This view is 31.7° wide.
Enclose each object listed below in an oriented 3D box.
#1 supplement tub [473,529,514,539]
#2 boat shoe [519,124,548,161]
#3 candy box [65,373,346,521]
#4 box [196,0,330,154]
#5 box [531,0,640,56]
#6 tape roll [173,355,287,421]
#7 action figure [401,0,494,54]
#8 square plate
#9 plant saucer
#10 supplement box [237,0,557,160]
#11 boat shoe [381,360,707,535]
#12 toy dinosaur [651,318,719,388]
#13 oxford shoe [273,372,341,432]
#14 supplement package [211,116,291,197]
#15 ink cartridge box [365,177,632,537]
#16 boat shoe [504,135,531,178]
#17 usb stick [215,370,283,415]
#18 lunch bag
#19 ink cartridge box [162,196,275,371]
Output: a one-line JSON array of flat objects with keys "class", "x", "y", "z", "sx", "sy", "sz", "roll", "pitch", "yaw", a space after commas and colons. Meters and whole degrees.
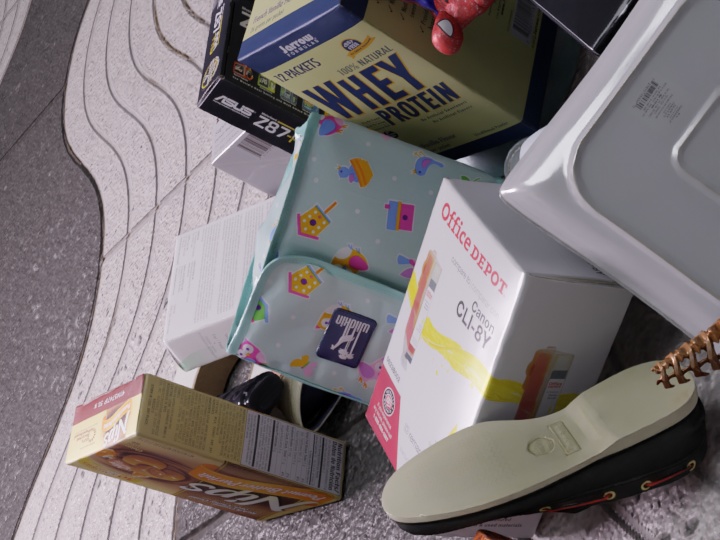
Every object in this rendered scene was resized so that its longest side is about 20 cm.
[{"class": "supplement tub", "x": 0.072, "y": 0.264, "z": 0.745, "sx": 0.122, "sy": 0.122, "sz": 0.201, "roll": 19, "pitch": 83, "yaw": 58}, {"class": "boat shoe", "x": 0.194, "y": -0.052, "z": 0.788, "sx": 0.199, "sy": 0.071, "sz": 0.091, "roll": -5, "pitch": 68, "yaw": 24}, {"class": "candy box", "x": -0.124, "y": 0.150, "z": 1.039, "sx": 0.115, "sy": 0.200, "sz": 0.056, "roll": -25, "pitch": 52, "yaw": 45}, {"class": "box", "x": -0.044, "y": -0.169, "z": 1.145, "sx": 0.049, "sy": 0.199, "sz": 0.162, "roll": -45, "pitch": 30, "yaw": 38}, {"class": "box", "x": 0.185, "y": -0.186, "z": 0.874, "sx": 0.079, "sy": 0.141, "sz": 0.200, "roll": -52, "pitch": 33, "yaw": 15}, {"class": "tape roll", "x": -0.119, "y": 0.108, "z": 1.219, "sx": 0.203, "sy": 0.037, "sz": 0.203, "roll": -35, "pitch": 41, "yaw": 37}, {"class": "action figure", "x": 0.053, "y": -0.248, "z": 0.878, "sx": 0.065, "sy": 0.099, "sz": 0.201, "roll": -19, "pitch": 59, "yaw": 55}, {"class": "square plate", "x": 0.214, "y": -0.066, "z": 0.725, "sx": 0.200, "sy": 0.198, "sz": 0.028, "roll": -54, "pitch": -8, "yaw": 5}, {"class": "plant saucer", "x": 0.102, "y": -0.165, "z": 1.091, "sx": 0.201, "sy": 0.039, "sz": 0.202, "roll": -34, "pitch": 43, "yaw": 39}, {"class": "supplement box", "x": 0.041, "y": -0.220, "z": 0.994, "sx": 0.134, "sy": 0.199, "sz": 0.201, "roll": -15, "pitch": 55, "yaw": 51}, {"class": "boat shoe", "x": 0.113, "y": 0.121, "z": 0.764, "sx": 0.201, "sy": 0.063, "sz": 0.074, "roll": -21, "pitch": 32, "yaw": 3}, {"class": "toy dinosaur", "x": 0.248, "y": 0.024, "z": 0.643, "sx": 0.199, "sy": 0.136, "sz": 0.102, "roll": -1, "pitch": 39, "yaw": 10}, {"class": "oxford shoe", "x": -0.012, "y": 0.047, "z": 1.078, "sx": 0.201, "sy": 0.071, "sz": 0.074, "roll": -68, "pitch": 27, "yaw": 13}, {"class": "supplement package", "x": -0.067, "y": -0.186, "z": 1.277, "sx": 0.121, "sy": 0.120, "sz": 0.201, "roll": -38, "pitch": 39, "yaw": 36}, {"class": "ink cartridge box", "x": 0.086, "y": 0.057, "z": 0.856, "sx": 0.145, "sy": 0.083, "sz": 0.201, "roll": -122, "pitch": 44, "yaw": -56}, {"class": "boat shoe", "x": 0.155, "y": -0.052, "z": 0.907, "sx": 0.075, "sy": 0.065, "sz": 0.202, "roll": -54, "pitch": 33, "yaw": 15}, {"class": "usb stick", "x": -0.133, "y": 0.135, "z": 1.130, "sx": 0.200, "sy": 0.033, "sz": 0.055, "roll": -31, "pitch": 11, "yaw": 50}, {"class": "lunch bag", "x": 0.000, "y": 0.000, "z": 0.986, "sx": 0.122, "sy": 0.170, "sz": 0.201, "roll": 159, "pitch": 130, "yaw": -76}, {"class": "ink cartridge box", "x": -0.087, "y": -0.004, "z": 1.202, "sx": 0.199, "sy": 0.050, "sz": 0.161, "roll": -20, "pitch": 37, "yaw": 14}]
